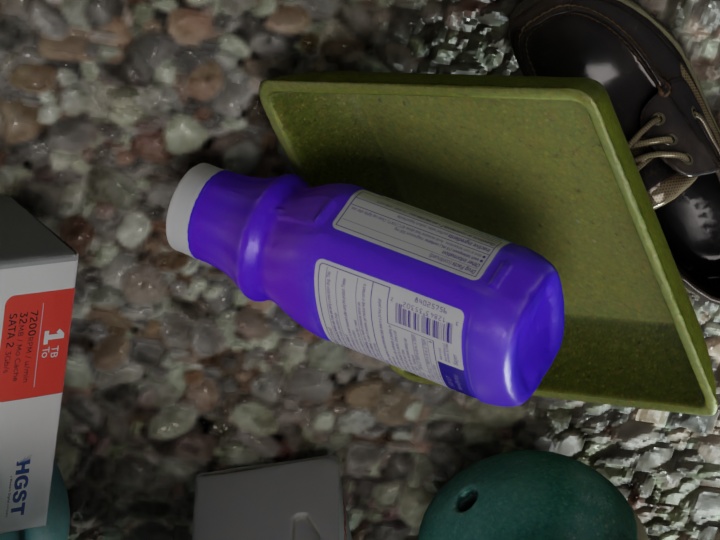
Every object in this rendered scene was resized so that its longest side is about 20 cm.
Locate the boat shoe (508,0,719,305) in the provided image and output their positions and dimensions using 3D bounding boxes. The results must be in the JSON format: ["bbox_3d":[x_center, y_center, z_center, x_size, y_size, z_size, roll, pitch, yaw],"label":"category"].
[{"bbox_3d":[0.146,-0.061,1.345,0.074,0.073,0.200,-35,120,17],"label":"boat shoe"}]

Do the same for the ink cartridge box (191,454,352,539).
[{"bbox_3d":[-0.036,0.222,1.473,0.084,0.146,0.200,-8,124,4],"label":"ink cartridge box"}]

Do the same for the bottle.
[{"bbox_3d":[0.000,0.000,1.324,0.200,0.065,0.084,20,148,24],"label":"bottle"}]

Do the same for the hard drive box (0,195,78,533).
[{"bbox_3d":[-0.248,0.056,1.320,0.200,0.077,0.156,-9,118,-35],"label":"hard drive box"}]

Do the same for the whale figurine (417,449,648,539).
[{"bbox_3d":[0.066,0.180,1.430,0.159,0.200,0.104,0,138,47],"label":"whale figurine"}]

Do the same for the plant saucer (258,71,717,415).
[{"bbox_3d":[0.071,-0.025,1.332,0.200,0.048,0.200,5,133,38],"label":"plant saucer"}]

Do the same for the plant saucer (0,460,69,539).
[{"bbox_3d":[-0.257,0.142,1.469,0.200,0.027,0.200,-2,124,-3],"label":"plant saucer"}]
